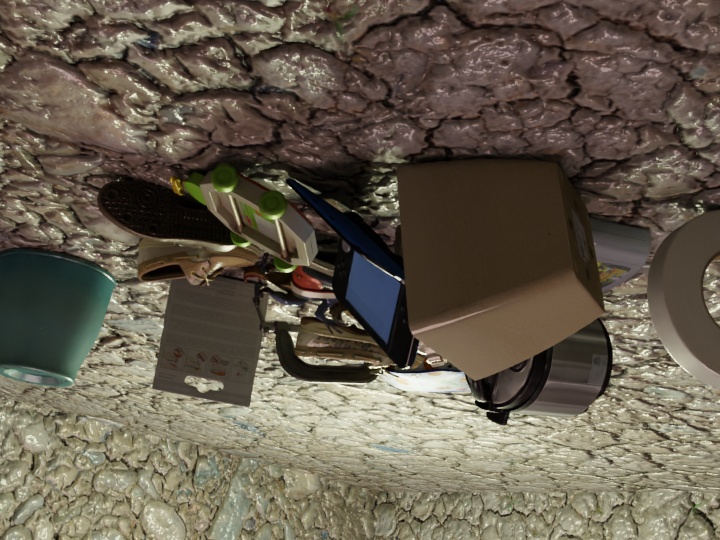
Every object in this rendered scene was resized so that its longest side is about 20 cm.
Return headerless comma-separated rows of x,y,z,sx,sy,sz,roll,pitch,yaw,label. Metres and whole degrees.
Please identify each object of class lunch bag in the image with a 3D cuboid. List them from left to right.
0.100,0.138,1.633,0.197,0.126,0.170,-8,158,21,lunch bag

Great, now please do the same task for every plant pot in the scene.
-0.525,0.089,1.632,0.197,0.191,0.200,7,162,2,plant pot
0.166,-0.013,1.097,0.175,0.203,0.200,-14,153,23,plant pot

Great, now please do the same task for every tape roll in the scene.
0.416,0.032,1.089,0.200,0.206,0.037,11,160,-11,tape roll

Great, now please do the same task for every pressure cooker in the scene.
0.244,0.120,1.422,0.198,0.178,0.179,9,143,-33,pressure cooker

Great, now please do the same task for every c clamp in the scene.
-0.065,0.110,1.538,0.197,0.172,0.027,10,128,-22,c clamp

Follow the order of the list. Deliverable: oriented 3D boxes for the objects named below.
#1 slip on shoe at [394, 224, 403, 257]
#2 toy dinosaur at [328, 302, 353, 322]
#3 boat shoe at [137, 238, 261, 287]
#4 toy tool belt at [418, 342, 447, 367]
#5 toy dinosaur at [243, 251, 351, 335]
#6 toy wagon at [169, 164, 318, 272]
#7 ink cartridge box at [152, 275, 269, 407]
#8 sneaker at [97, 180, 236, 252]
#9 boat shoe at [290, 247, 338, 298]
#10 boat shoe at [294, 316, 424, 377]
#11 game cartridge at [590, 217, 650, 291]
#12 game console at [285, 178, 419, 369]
0.105,-0.024,1.275,0.075,0.061,0.199,-23,165,35,slip on shoe
-0.013,0.055,1.560,0.100,0.059,0.200,14,180,-2,toy dinosaur
-0.237,-0.010,1.424,0.197,0.067,0.074,-1,159,24,boat shoe
0.093,0.076,1.444,0.121,0.127,0.200,11,-178,11,toy tool belt
-0.063,0.011,1.465,0.179,0.107,0.200,5,-163,-23,toy dinosaur
-0.143,-0.074,1.189,0.198,0.040,0.156,30,159,15,toy wagon
-0.238,0.109,1.556,0.158,0.203,0.047,12,160,-13,ink cartridge box
-0.254,-0.059,1.288,0.198,0.071,0.075,17,160,-23,sneaker
0.000,0.000,1.368,0.197,0.071,0.063,2,121,-17,boat shoe
-0.002,0.122,1.492,0.197,0.064,0.073,16,180,-2,boat shoe
0.285,-0.013,1.264,0.131,0.041,0.200,7,161,-10,game cartridge
-0.014,0.003,1.169,0.117,0.173,0.200,-5,-149,-30,game console
